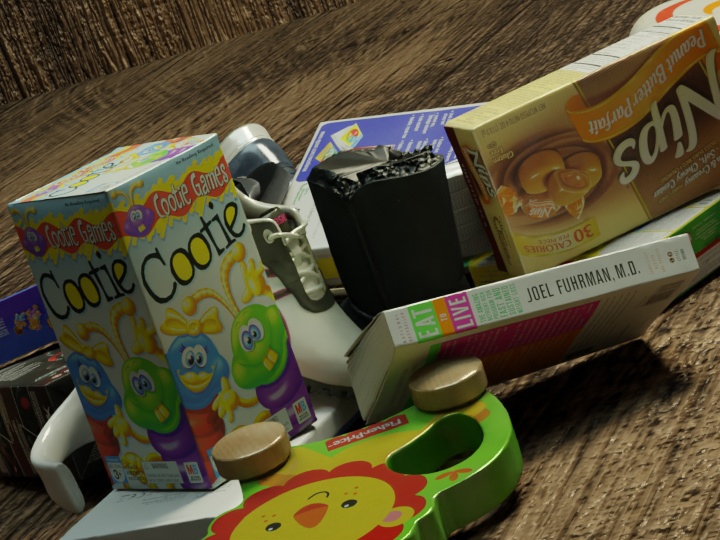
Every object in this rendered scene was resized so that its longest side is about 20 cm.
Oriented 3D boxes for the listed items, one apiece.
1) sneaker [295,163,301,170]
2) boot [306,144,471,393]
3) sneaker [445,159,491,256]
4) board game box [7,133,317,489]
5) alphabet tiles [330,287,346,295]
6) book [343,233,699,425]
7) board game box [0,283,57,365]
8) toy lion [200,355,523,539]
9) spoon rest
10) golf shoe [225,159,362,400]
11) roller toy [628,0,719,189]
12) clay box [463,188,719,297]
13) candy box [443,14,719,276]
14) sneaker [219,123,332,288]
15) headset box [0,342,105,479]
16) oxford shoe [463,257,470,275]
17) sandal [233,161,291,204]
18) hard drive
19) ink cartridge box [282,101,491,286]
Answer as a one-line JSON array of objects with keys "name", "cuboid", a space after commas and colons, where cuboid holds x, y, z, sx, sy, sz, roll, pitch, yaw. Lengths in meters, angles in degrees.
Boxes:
[{"name": "sneaker", "cuboid": [0.010, -0.049, 1.971, 0.079, 0.096, 0.200, -22, 16, -11]}, {"name": "boot", "cuboid": [0.000, 0.000, 1.627, 0.200, 0.169, 0.076, -7, 18, 43]}, {"name": "sneaker", "cuboid": [0.097, -0.064, 1.697, 0.200, 0.073, 0.071, -16, 32, -18]}, {"name": "board game box", "cuboid": [-0.125, 0.028, 1.504, 0.103, 0.200, 0.105, -5, 19, 46]}, {"name": "alphabet tiles", "cuboid": [-0.066, 0.022, 1.824, 0.167, 0.008, 0.200, -5, -2, 5]}, {"name": "book", "cuboid": [0.100, 0.034, 1.475, 0.200, 0.048, 0.134, -14, -15, -15]}, {"name": "board game box", "cuboid": [-0.214, 0.022, 1.790, 0.200, 0.045, 0.134, -24, 2, 6]}, {"name": "toy lion", "cuboid": [0.000, 0.134, 1.339, 0.200, 0.069, 0.192, -20, 20, -3]}, {"name": "spoon rest", "cuboid": [-0.155, 0.083, 1.587, 0.061, 0.100, 0.200, 2, 35, 40]}, {"name": "golf shoe", "cuboid": [-0.056, 0.009, 1.576, 0.088, 0.200, 0.077, -60, -14, 26]}, {"name": "roller toy", "cuboid": [0.304, -0.137, 1.819, 0.182, 0.140, 0.200, 7, 25, 40]}, {"name": "clay box", "cuboid": [0.169, -0.011, 1.697, 0.115, 0.048, 0.200, -32, 17, -37]}, {"name": "candy box", "cuboid": [0.171, -0.088, 1.645, 0.200, 0.116, 0.055, -26, 16, -16]}, {"name": "sneaker", "cuboid": [-0.101, -0.001, 1.965, 0.077, 0.146, 0.203, 8, -59, -54]}, {"name": "headset box", "cuboid": [-0.193, 0.089, 1.713, 0.148, 0.075, 0.200, -25, 9, -28]}, {"name": "oxford shoe", "cuboid": [0.068, -0.036, 1.899, 0.071, 0.071, 0.200, -16, 15, 4]}, {"name": "sandal", "cuboid": [-0.093, -0.044, 1.818, 0.076, 0.043, 0.200, -52, 10, 14]}, {"name": "hard drive", "cuboid": [-0.096, 0.135, 1.527, 0.132, 0.025, 0.200, -12, 15, 28]}, {"name": "ink cartridge box", "cuboid": [0.039, -0.062, 1.827, 0.199, 0.047, 0.198, -4, 32, 20]}]
